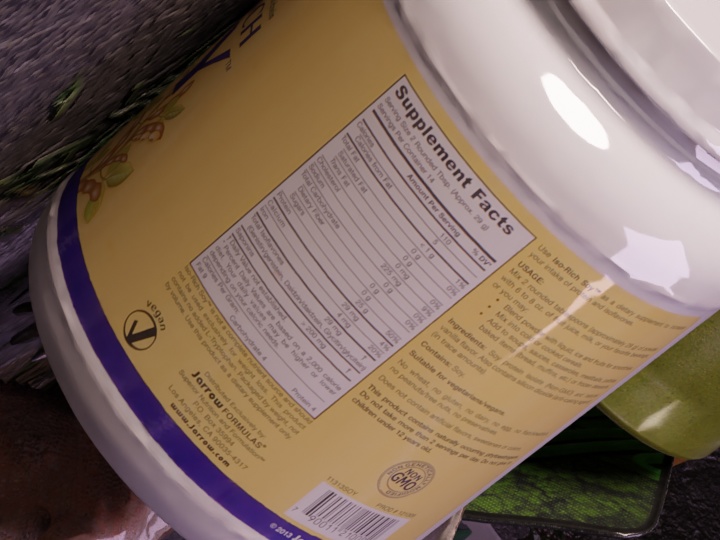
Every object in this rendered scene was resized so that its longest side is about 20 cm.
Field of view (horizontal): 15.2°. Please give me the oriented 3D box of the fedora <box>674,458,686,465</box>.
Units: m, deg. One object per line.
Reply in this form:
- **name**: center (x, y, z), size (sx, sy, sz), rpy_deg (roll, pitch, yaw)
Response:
- **fedora**: center (0.163, 0.009, 1.273), size (0.200, 0.082, 0.201), rpy_deg (-30, 151, -19)

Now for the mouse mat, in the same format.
- **mouse mat**: center (0.023, 0.049, 1.030), size (0.161, 0.199, 0.008), rpy_deg (-63, 158, -62)

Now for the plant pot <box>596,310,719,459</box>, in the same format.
- **plant pot**: center (0.147, -0.040, 0.946), size (0.193, 0.200, 0.200), rpy_deg (-42, 171, 20)

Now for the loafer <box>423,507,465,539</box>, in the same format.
- **loafer**: center (0.033, 0.047, 0.939), size (0.073, 0.071, 0.200), rpy_deg (-37, -160, 32)

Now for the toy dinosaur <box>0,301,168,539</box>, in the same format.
- **toy dinosaur**: center (-0.113, 0.062, 0.854), size (0.199, 0.136, 0.086), rpy_deg (-3, 169, -14)

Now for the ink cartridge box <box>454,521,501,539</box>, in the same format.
- **ink cartridge box**: center (0.015, 0.132, 1.412), size (0.084, 0.200, 0.146), rpy_deg (-35, 173, -4)

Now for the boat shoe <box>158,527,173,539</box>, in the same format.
- **boat shoe**: center (-0.149, 0.118, 0.988), size (0.200, 0.076, 0.074), rpy_deg (-24, 125, -24)

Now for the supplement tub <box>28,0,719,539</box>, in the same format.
- **supplement tub**: center (0.022, -0.022, 0.739), size (0.200, 0.146, 0.145), rpy_deg (-40, 172, 24)
